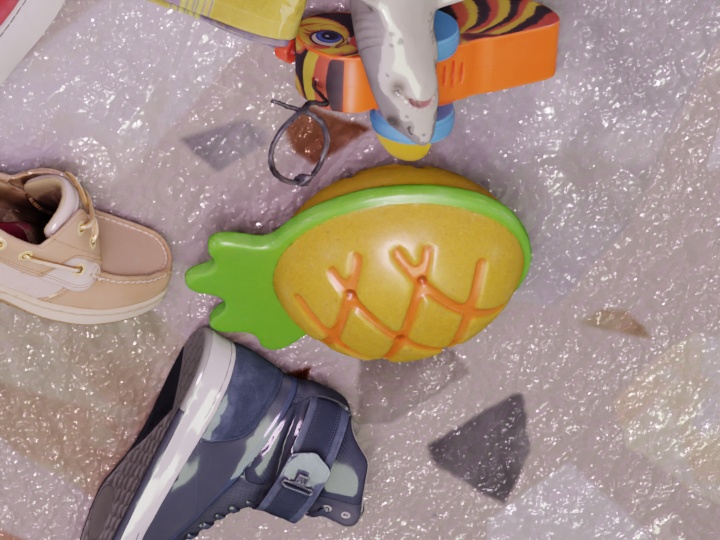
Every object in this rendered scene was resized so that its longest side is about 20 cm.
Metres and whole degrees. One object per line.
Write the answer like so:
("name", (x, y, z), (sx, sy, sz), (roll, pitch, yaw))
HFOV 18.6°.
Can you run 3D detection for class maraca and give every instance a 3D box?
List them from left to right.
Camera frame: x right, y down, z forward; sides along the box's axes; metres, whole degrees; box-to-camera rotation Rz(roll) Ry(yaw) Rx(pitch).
("maraca", (0.000, 0.000, 1.273), (0.199, 0.107, 0.137), (-11, 140, 12))

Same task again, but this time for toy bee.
("toy bee", (0.008, -0.124, 1.211), (0.199, 0.109, 0.131), (0, 117, -44))

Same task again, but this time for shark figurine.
("shark figurine", (0.032, -0.189, 1.136), (0.128, 0.089, 0.215), (34, 83, -32))

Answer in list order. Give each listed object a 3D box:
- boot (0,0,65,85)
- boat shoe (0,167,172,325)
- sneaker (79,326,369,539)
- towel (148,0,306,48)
("boot", (-0.232, -0.158, 1.128), (0.144, 0.073, 0.200), (27, 120, -25))
("boat shoe", (-0.177, -0.021, 1.208), (0.199, 0.074, 0.069), (7, 129, -43))
("sneaker", (-0.080, 0.147, 1.361), (0.146, 0.077, 0.203), (24, 112, -23))
("towel", (-0.076, -0.220, 1.115), (0.143, 0.023, 0.201), (25, 120, 16))
